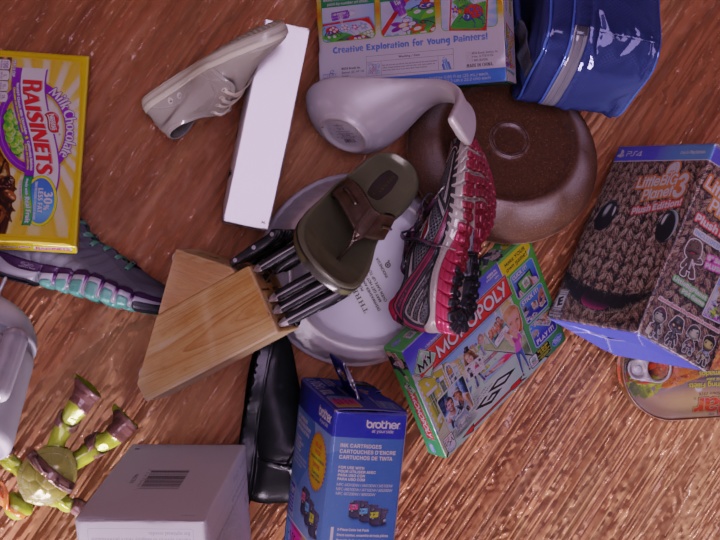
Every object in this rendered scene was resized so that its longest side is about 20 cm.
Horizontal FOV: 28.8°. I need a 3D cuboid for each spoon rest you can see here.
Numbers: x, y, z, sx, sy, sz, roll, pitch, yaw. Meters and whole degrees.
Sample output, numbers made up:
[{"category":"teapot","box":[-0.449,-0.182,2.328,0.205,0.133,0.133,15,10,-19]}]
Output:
[{"category":"spoon rest","box":[0.031,-0.154,1.375,0.099,0.199,0.061,53,55,-39]}]

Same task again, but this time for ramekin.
[{"category":"ramekin","box":[0.000,0.000,1.410,0.201,0.094,0.204,0,91,-9]}]

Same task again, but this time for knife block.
[{"category":"knife block","box":[-0.102,0.050,1.330,0.175,0.064,0.201,19,96,16]}]

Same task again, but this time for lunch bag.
[{"category":"lunch bag","box":[0.214,-0.265,1.399,0.132,0.136,0.201,9,63,-10]}]

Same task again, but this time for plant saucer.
[{"category":"plant saucer","box":[0.147,-0.125,1.421,0.199,0.037,0.202,3,66,-7]}]

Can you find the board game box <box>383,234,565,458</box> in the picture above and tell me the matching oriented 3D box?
[{"category":"board game box","box":[0.118,0.072,1.400,0.200,0.029,0.135,-41,123,-29]}]

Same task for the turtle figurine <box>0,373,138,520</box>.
[{"category":"turtle figurine","box":[-0.308,0.184,1.382,0.200,0.064,0.161,41,85,-7]}]

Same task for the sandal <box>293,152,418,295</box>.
[{"category":"sandal","box":[0.001,-0.057,1.298,0.080,0.057,0.201,38,46,-5]}]

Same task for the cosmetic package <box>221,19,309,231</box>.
[{"category":"cosmetic package","box":[-0.097,-0.142,1.399,0.050,0.083,0.201,12,89,-9]}]

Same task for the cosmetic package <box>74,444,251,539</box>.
[{"category":"cosmetic package","box":[-0.174,0.289,1.311,0.122,0.199,0.201,0,103,6]}]

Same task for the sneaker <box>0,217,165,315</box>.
[{"category":"sneaker","box":[-0.264,-0.015,1.383,0.199,0.074,0.088,15,84,-8]}]

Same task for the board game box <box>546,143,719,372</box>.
[{"category":"board game box","box":[0.301,-0.016,1.403,0.097,0.159,0.201,28,81,-24]}]

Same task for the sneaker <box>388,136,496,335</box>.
[{"category":"sneaker","box":[0.077,-0.039,1.332,0.074,0.081,0.201,3,67,28]}]

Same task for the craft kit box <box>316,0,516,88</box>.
[{"category":"craft kit box","box":[0.051,-0.277,1.394,0.199,0.048,0.199,-1,94,20]}]

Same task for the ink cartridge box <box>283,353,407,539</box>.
[{"category":"ink cartridge box","box":[-0.014,0.182,1.324,0.076,0.136,0.201,6,96,-17]}]

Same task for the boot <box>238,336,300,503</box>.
[{"category":"boot","box":[-0.040,0.160,1.418,0.161,0.073,0.200,8,97,-6]}]

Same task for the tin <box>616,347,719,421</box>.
[{"category":"tin","box":[0.370,0.101,1.496,0.199,0.042,0.113,-2,87,-8]}]

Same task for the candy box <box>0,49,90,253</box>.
[{"category":"candy box","box":[-0.320,-0.117,1.367,0.102,0.026,0.201,3,73,-11]}]

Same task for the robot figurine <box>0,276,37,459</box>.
[{"category":"robot figurine","box":[-0.371,0.104,1.325,0.113,0.169,0.201,33,51,-38]}]

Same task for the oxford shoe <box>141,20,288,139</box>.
[{"category":"oxford shoe","box":[-0.134,-0.183,1.353,0.075,0.200,0.058,-35,97,-50]}]
